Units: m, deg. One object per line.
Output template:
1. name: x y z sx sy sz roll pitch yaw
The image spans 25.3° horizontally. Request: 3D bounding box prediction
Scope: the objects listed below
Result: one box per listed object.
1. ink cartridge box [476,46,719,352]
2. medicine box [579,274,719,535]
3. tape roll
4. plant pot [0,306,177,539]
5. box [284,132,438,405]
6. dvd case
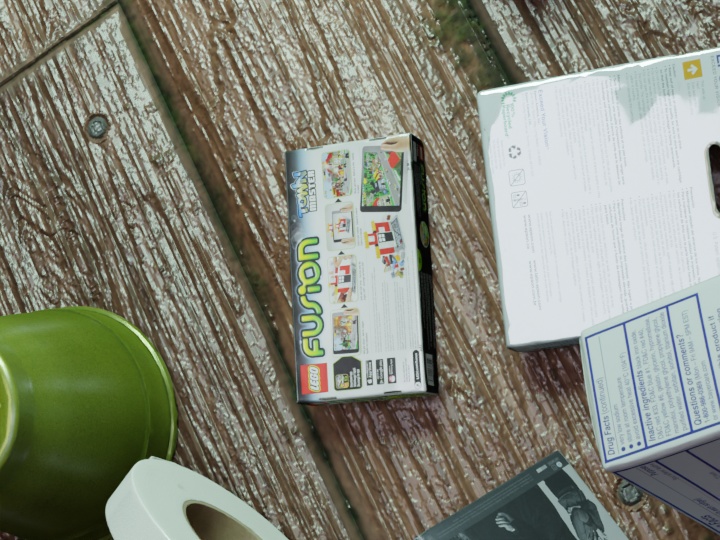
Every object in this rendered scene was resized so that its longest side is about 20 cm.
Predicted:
1. ink cartridge box: 0.194 -0.051 1.184 0.197 0.043 0.199 -8 80 16
2. medicine box: 0.273 0.079 1.031 0.198 0.182 0.104 -23 56 29
3. tape roll: -0.098 0.215 1.172 0.202 0.202 0.037 40 97 21
4. plant pot: -0.275 0.118 1.257 0.198 0.193 0.203 -3 81 21
5. box: 0.000 0.000 1.253 0.109 0.035 0.203 -6 80 20
6. dvd case: 0.147 0.237 1.116 0.201 0.149 0.025 52 142 19
